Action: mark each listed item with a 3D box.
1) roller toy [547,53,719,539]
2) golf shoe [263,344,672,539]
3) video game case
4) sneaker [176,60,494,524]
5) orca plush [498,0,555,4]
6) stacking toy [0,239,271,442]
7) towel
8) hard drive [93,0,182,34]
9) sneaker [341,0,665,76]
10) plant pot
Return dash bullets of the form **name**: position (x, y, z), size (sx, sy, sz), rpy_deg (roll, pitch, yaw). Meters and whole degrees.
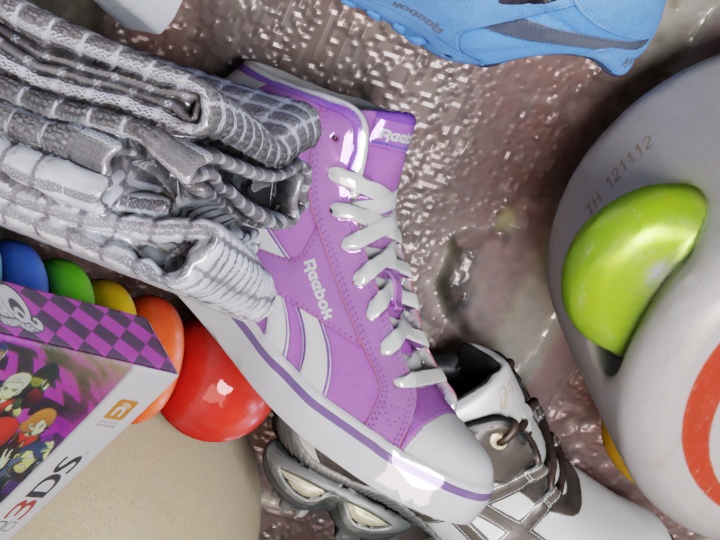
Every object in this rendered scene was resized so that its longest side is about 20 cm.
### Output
- **roller toy**: position (0.174, 0.008, 0.867), size (0.182, 0.140, 0.200), rpy_deg (-22, 130, 1)
- **golf shoe**: position (0.062, 0.088, 0.928), size (0.200, 0.078, 0.095), rpy_deg (20, 124, -18)
- **video game case**: position (-0.188, 0.069, 0.752), size (0.181, 0.036, 0.200), rpy_deg (-44, 150, 17)
- **sneaker**: position (0.000, 0.000, 0.838), size (0.200, 0.073, 0.114), rpy_deg (46, 104, 13)
- **orca plush**: position (0.072, -0.201, 0.763), size (0.105, 0.071, 0.200), rpy_deg (-22, 90, 47)
- **stacking toy**: position (-0.124, 0.030, 0.858), size (0.200, 0.085, 0.085), rpy_deg (17, 119, -30)
- **towel**: position (-0.117, -0.057, 0.753), size (0.200, 0.166, 0.086), rpy_deg (21, 88, 10)
- **hard drive**: position (-0.102, -0.183, 0.701), size (0.200, 0.027, 0.132), rpy_deg (38, 71, -52)
- **sneaker**: position (0.021, -0.112, 0.823), size (0.200, 0.066, 0.079), rpy_deg (6, 124, -10)
- **plant pot**: position (-0.140, 0.142, 0.920), size (0.200, 0.135, 0.201), rpy_deg (-2, 121, -4)
